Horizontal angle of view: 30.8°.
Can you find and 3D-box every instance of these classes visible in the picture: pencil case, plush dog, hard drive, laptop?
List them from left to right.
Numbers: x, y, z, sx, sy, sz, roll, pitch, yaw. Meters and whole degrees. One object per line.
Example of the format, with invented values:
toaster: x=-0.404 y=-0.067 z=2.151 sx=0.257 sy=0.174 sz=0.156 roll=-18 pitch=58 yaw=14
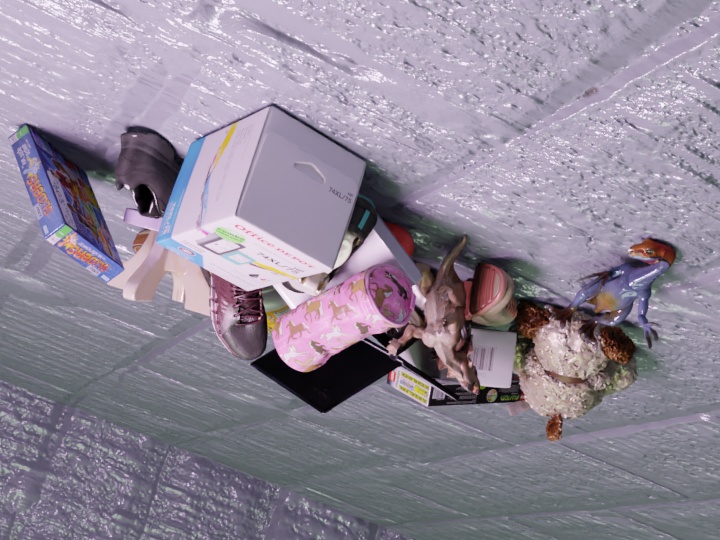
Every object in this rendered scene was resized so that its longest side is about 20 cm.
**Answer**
hard drive: x=-0.026 y=0.002 z=1.669 sx=0.132 sy=0.027 sz=0.200 roll=52 pitch=133 yaw=-3
pencil case: x=-0.021 y=0.060 z=1.627 sx=0.086 sy=0.083 sz=0.199 roll=-17 pitch=171 yaw=-46
laptop: x=-0.008 y=0.149 z=1.771 sx=0.200 sy=0.116 sz=0.187 roll=35 pitch=175 yaw=-39
plush dog: x=0.284 y=0.125 z=1.807 sx=0.198 sy=0.161 sz=0.173 roll=13 pitch=137 yaw=13

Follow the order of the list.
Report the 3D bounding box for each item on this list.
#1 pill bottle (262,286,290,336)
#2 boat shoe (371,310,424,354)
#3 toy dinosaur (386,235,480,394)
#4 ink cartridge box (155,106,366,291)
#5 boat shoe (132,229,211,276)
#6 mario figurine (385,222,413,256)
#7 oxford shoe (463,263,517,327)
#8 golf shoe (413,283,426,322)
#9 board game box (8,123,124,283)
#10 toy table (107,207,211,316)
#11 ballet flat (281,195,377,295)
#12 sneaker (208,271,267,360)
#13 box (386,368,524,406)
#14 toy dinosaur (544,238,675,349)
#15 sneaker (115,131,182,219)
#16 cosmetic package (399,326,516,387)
pill bottle: x=-0.119 y=0.021 z=1.886 sx=0.112 sy=0.114 sz=0.200 roll=10 pitch=160 yaw=20
boat shoe: x=-0.001 y=0.040 z=1.811 sx=0.200 sy=0.066 sz=0.072 roll=38 pitch=148 yaw=15
toy dinosaur: x=0.113 y=0.055 z=1.704 sx=0.085 sy=0.202 sz=0.135 roll=8 pitch=180 yaw=34
ink cartridge box: x=-0.120 y=-0.081 z=1.562 sx=0.146 sy=0.147 sz=0.199 roll=29 pitch=157 yaw=-28
boat shoe: x=-0.254 y=-0.010 z=1.973 sx=0.198 sy=0.074 sz=0.076 roll=12 pitch=160 yaw=15
mario figurine: x=0.000 y=0.000 z=1.741 sx=0.199 sy=0.106 sz=0.123 roll=-30 pitch=116 yaw=37
oxford shoe: x=0.181 y=0.036 z=1.749 sx=0.073 sy=0.071 sz=0.200 roll=13 pitch=170 yaw=-7
golf shoe: x=0.056 y=0.036 z=1.871 sx=0.097 sy=0.078 sz=0.200 roll=46 pitch=152 yaw=-10
board game box: x=-0.393 y=-0.090 z=1.747 sx=0.034 sy=0.201 sz=0.135 roll=-35 pitch=142 yaw=8
toy table: x=-0.266 y=-0.014 z=1.820 sx=0.183 sy=0.118 sz=0.199 roll=16 pitch=-177 yaw=34
ballet flat: x=-0.050 y=-0.017 z=1.603 sx=0.068 sy=0.069 sz=0.200 roll=28 pitch=135 yaw=-14
sneaker: x=-0.156 y=0.032 z=1.719 sx=0.075 sy=0.202 sz=0.115 roll=-18 pitch=-165 yaw=-19
box: x=0.152 y=0.172 z=2.008 sx=0.199 sy=0.035 sz=0.110 roll=2 pitch=-166 yaw=-35
toy dinosaur: x=0.311 y=0.011 z=1.587 sx=0.105 sy=0.200 sz=0.182 roll=36 pitch=121 yaw=-13
sneaker: x=-0.251 y=-0.100 z=1.708 sx=0.076 sy=0.091 sz=0.200 roll=-4 pitch=153 yaw=40
cosmetic package: x=0.136 y=0.116 z=1.873 sx=0.112 sy=0.082 sz=0.200 roll=8 pitch=180 yaw=-17
